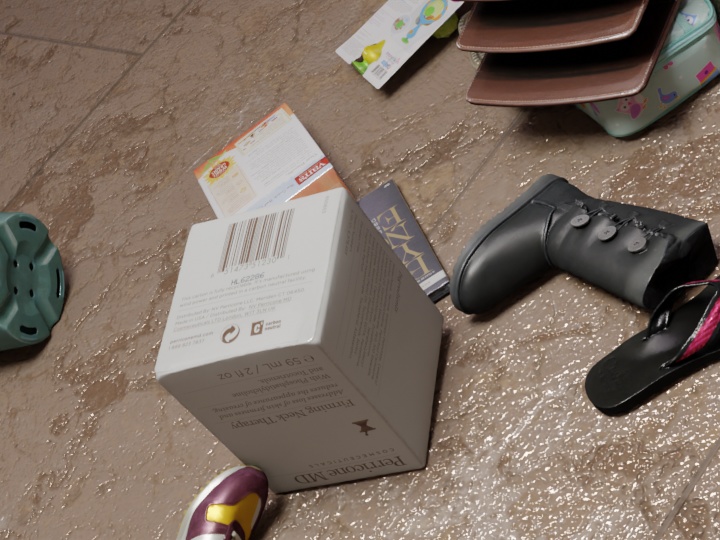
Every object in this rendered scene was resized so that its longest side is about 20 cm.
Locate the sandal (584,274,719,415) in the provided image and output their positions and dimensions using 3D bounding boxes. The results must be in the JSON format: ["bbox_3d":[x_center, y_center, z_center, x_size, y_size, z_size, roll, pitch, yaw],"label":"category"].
[{"bbox_3d":[0.267,0.045,1.314,0.199,0.045,0.075,-35,36,3],"label":"sandal"}]

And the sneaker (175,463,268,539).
[{"bbox_3d":[-0.128,0.264,1.384,0.090,0.075,0.201,23,72,41],"label":"sneaker"}]

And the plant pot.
[{"bbox_3d":[-0.458,0.018,1.831,0.194,0.201,0.202,-5,45,24],"label":"plant pot"}]

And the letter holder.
[{"bbox_3d":[0.181,-0.238,1.519,0.198,0.101,0.143,2,54,37],"label":"letter holder"}]

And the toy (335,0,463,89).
[{"bbox_3d":[0.074,-0.289,1.840,0.200,0.047,0.115,-42,39,-1],"label":"toy"}]

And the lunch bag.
[{"bbox_3d":[0.265,-0.231,1.592,0.160,0.077,0.200,-35,36,2],"label":"lunch bag"}]

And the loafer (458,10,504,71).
[{"bbox_3d":[0.149,-0.234,1.703,0.075,0.069,0.201,-21,26,16],"label":"loafer"}]

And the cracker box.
[{"bbox_3d":[-0.096,-0.091,1.741,0.133,0.058,0.200,-36,30,1],"label":"cracker box"}]

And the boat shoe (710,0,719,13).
[{"bbox_3d":[0.382,-0.262,1.536,0.062,0.075,0.201,-38,31,8],"label":"boat shoe"}]

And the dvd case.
[{"bbox_3d":[0.000,0.000,1.608,0.148,0.016,0.201,-33,37,5],"label":"dvd case"}]

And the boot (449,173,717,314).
[{"bbox_3d":[0.193,0.000,1.418,0.165,0.066,0.199,-49,42,-13],"label":"boot"}]

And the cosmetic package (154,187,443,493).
[{"bbox_3d":[-0.047,0.065,1.408,0.166,0.200,0.168,-14,47,27],"label":"cosmetic package"}]
